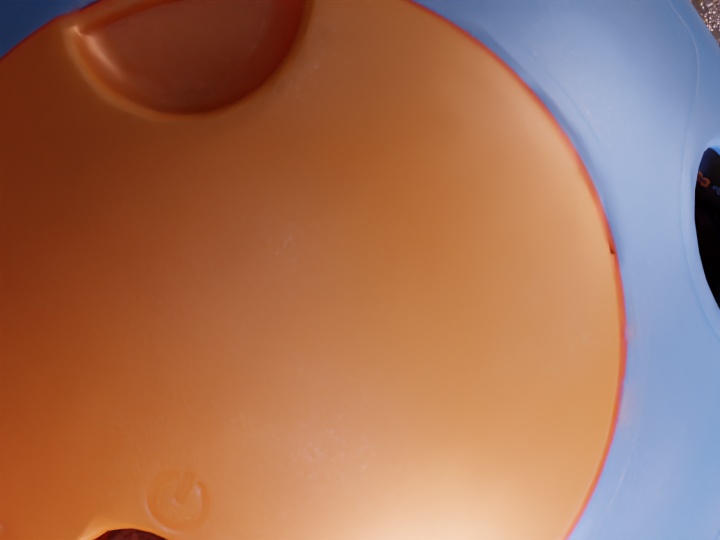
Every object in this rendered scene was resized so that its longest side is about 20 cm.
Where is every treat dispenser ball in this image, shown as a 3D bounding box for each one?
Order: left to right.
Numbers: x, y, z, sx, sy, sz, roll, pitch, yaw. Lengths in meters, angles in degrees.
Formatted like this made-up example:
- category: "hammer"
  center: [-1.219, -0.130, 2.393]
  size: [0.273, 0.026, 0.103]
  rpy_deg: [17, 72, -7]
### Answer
- category: "treat dispenser ball"
  center: [-0.018, 0.005, 0.546]
  size: [0.201, 0.201, 0.201]
  rpy_deg: [-25, 90, -85]
